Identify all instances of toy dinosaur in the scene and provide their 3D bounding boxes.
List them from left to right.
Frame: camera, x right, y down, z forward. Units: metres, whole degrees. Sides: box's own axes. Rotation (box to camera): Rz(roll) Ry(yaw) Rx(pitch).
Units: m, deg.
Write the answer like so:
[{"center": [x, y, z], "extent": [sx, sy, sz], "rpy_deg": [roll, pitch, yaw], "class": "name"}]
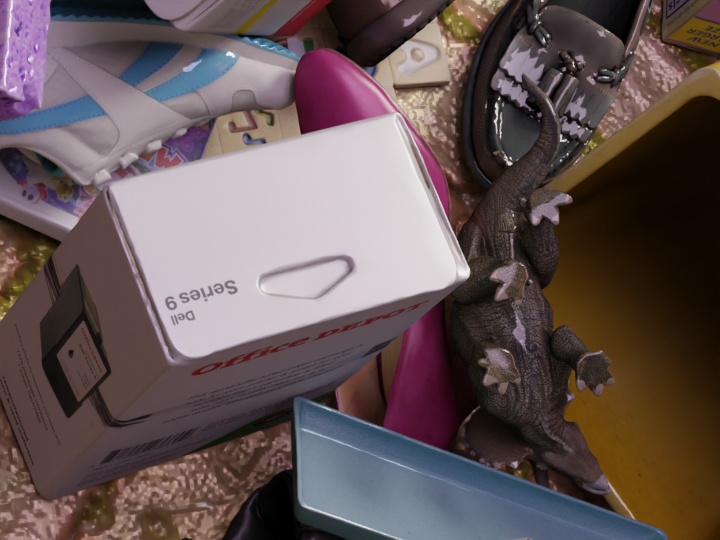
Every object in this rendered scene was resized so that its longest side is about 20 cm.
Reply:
[{"center": [0.066, 0.015, 1.234], "extent": [0.077, 0.102, 0.200], "rpy_deg": [-13, 89, -18], "class": "toy dinosaur"}]

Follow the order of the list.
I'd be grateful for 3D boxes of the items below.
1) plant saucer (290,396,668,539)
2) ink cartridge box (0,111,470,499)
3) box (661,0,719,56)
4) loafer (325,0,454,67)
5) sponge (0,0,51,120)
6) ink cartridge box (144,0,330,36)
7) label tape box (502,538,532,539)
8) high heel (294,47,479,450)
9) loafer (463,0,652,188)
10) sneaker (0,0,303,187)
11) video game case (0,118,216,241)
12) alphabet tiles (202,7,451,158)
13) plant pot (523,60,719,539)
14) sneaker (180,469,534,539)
[{"center": [0.055, 0.116, 1.213], "extent": [0.200, 0.019, 0.070], "rpy_deg": [20, 36, -20], "class": "plant saucer"}, {"center": [-0.062, 0.017, 1.174], "extent": [0.146, 0.200, 0.084], "rpy_deg": [-16, 77, -28], "class": "ink cartridge box"}, {"center": [0.266, -0.208, 1.461], "extent": [0.176, 0.097, 0.200], "rpy_deg": [14, 67, -18], "class": "box"}, {"center": [0.047, -0.185, 1.363], "extent": [0.071, 0.073, 0.200], "rpy_deg": [49, 54, -6], "class": "loafer"}, {"center": [-0.220, -0.105, 1.166], "extent": [0.030, 0.200, 0.112], "rpy_deg": [31, 55, -52], "class": "sponge"}, {"center": [-0.070, -0.185, 1.217], "extent": [0.083, 0.200, 0.145], "rpy_deg": [-39, 87, 12], "class": "ink cartridge box"}, {"center": [-0.013, 0.196, 1.147], "extent": [0.063, 0.200, 0.144], "rpy_deg": [-73, 152, -61], "class": "label tape box"}, {"center": [0.000, 0.000, 1.257], "extent": [0.096, 0.067, 0.200], "rpy_deg": [-39, 109, -38], "class": "high heel"}, {"center": [0.111, -0.128, 1.374], "extent": [0.072, 0.063, 0.200], "rpy_deg": [31, 62, -8], "class": "loafer"}, {"center": [-0.115, -0.083, 1.241], "extent": [0.200, 0.077, 0.081], "rpy_deg": [-1, 107, -35], "class": "sneaker"}, {"center": [-0.130, -0.111, 1.291], "extent": [0.143, 0.018, 0.200], "rpy_deg": [25, 64, -13], "class": "video game case"}, {"center": [-0.054, -0.134, 1.347], "extent": [0.200, 0.006, 0.167], "rpy_deg": [-5, 73, -25], "class": "alphabet tiles"}, {"center": [0.206, -0.004, 1.308], "extent": [0.194, 0.195, 0.200], "rpy_deg": [54, 41, 2], "class": "plant pot"}, {"center": [-0.005, 0.125, 1.220], "extent": [0.200, 0.066, 0.091], "rpy_deg": [-22, 114, -27], "class": "sneaker"}]
